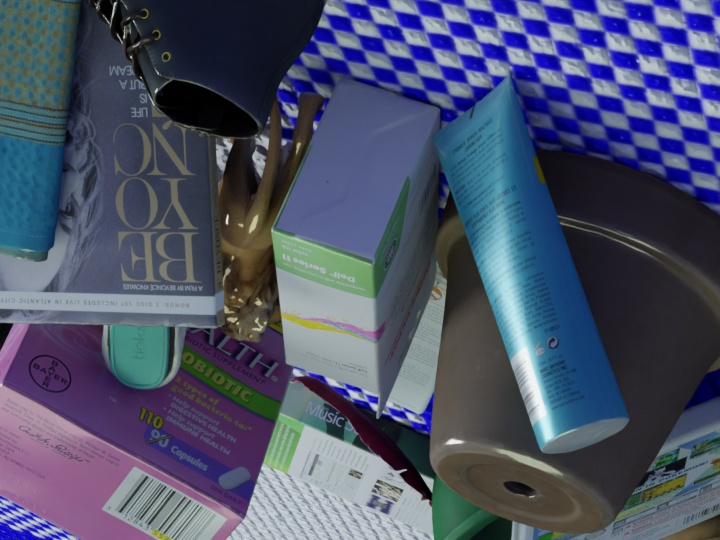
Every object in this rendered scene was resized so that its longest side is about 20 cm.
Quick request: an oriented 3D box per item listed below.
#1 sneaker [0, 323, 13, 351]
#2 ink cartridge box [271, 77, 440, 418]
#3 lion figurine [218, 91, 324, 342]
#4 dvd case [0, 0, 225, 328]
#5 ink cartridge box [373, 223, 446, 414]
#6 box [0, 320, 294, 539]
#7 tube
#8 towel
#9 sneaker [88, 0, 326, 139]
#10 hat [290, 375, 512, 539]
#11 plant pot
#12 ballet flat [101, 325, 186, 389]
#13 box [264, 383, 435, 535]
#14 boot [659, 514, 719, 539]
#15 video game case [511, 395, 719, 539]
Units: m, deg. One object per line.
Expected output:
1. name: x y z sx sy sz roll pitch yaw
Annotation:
1. sneaker: -0.285 -0.027 1.512 0.200 0.060 0.105 43 128 31
2. ink cartridge box: 0.000 -0.008 1.324 0.067 0.118 0.200 17 151 11
3. lion figurine: -0.065 -0.034 1.319 0.072 0.123 0.200 12 165 6
4. dvd case: -0.154 -0.067 1.268 0.148 0.201 0.016 1 -168 18
5. ink cartridge box: 0.000 0.000 1.483 0.161 0.050 0.200 23 139 1
6. box: -0.147 0.077 1.435 0.175 0.200 0.097 31 129 -11
7. tube: 0.090 -0.001 1.194 0.050 0.201 0.077 -3 157 -42
8. towel: -0.230 -0.116 1.267 0.146 0.201 0.022 15 -166 20
9. sneaker: -0.123 -0.149 1.155 0.199 0.107 0.075 20 152 1
10. hat: 0.081 0.150 1.717 0.176 0.165 0.200 58 180 34
11. plant pot: 0.120 0.055 1.289 0.199 0.175 0.200 18 157 8
12. ballet flat: -0.123 -0.023 1.333 0.069 0.069 0.201 17 120 13
13. box: 0.002 0.156 1.809 0.199 0.036 0.144 22 157 0
14. boot: 0.281 0.203 1.592 0.199 0.067 0.175 -19 170 37
15. video game case: 0.193 0.141 1.443 0.199 0.022 0.183 -21 154 -8
